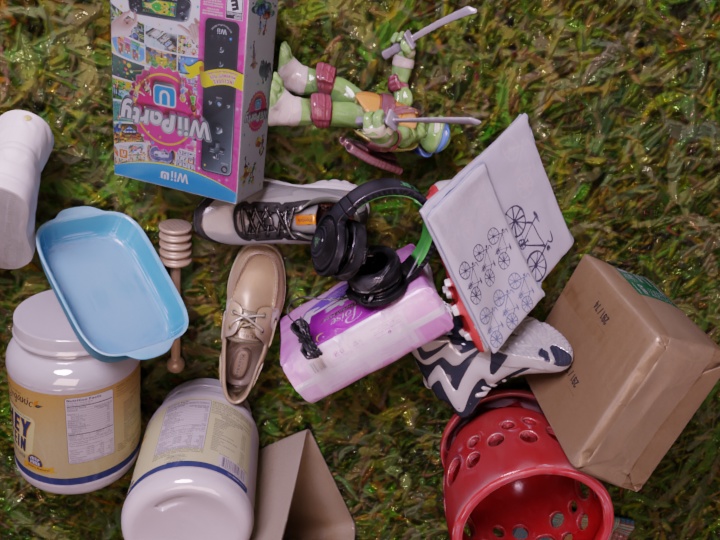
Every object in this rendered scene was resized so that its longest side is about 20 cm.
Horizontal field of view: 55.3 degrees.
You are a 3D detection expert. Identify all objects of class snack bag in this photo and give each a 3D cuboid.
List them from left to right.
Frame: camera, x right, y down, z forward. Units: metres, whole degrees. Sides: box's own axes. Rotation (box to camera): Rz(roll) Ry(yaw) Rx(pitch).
[{"bbox_3d":[0.165,-0.043,0.761,0.200,0.021,0.190,-43,117,-28],"label":"snack bag"}]

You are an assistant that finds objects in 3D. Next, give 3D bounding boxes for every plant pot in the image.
[{"bbox_3d":[-0.128,0.364,0.900,0.175,0.201,0.202,-15,117,14],"label":"plant pot"},{"bbox_3d":[0.196,0.270,0.886,0.197,0.183,0.203,-3,116,-6],"label":"plant pot"}]

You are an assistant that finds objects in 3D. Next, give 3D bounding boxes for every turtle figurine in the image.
[{"bbox_3d":[0.011,-0.190,0.679,0.191,0.200,0.146,9,80,-6],"label":"turtle figurine"}]

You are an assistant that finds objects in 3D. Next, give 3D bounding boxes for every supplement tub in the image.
[{"bbox_3d":[-0.327,0.135,0.792,0.142,0.145,0.203,5,114,-8],"label":"supplement tub"},{"bbox_3d":[-0.195,0.237,0.821,0.143,0.201,0.147,-2,115,-5],"label":"supplement tub"}]

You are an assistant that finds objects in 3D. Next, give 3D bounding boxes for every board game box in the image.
[{"bbox_3d":[-0.166,-0.183,0.680,0.146,0.064,0.203,14,115,14],"label":"board game box"}]

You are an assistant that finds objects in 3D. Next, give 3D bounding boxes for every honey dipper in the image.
[{"bbox_3d":[-0.219,0.038,0.819,0.037,0.038,0.203,3,117,-7],"label":"honey dipper"}]

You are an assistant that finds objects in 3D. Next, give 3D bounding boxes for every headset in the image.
[{"bbox_3d":[0.000,0.000,0.711,0.200,0.094,0.123,-45,127,11],"label":"headset"}]

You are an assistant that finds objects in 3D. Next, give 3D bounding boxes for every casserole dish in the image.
[{"bbox_3d":[-0.267,0.018,0.734,0.120,0.201,0.039,-16,154,-44],"label":"casserole dish"}]

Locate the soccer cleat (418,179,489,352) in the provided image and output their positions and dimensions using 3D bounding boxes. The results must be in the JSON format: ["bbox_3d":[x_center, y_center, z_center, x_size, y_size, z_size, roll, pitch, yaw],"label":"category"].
[{"bbox_3d":[0.129,-0.009,0.785,0.084,0.069,0.203,-17,87,1],"label":"soccer cleat"}]

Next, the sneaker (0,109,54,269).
[{"bbox_3d":[-0.365,-0.085,0.726,0.073,0.117,0.200,19,148,-26],"label":"sneaker"}]

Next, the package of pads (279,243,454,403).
[{"bbox_3d":[0.003,0.061,0.804,0.198,0.121,0.076,-29,116,7],"label":"package of pads"}]

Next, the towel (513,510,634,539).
[{"bbox_3d":[0.310,0.430,1.063,0.197,0.022,0.148,11,114,-11],"label":"towel"}]

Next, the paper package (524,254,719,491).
[{"bbox_3d":[0.300,0.112,0.813,0.102,0.201,0.192,20,112,-15],"label":"paper package"}]

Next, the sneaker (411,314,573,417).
[{"bbox_3d":[0.161,0.127,0.859,0.196,0.080,0.131,1,126,14],"label":"sneaker"}]

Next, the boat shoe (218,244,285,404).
[{"bbox_3d":[-0.132,0.064,0.821,0.071,0.065,0.202,12,111,-11],"label":"boat shoe"}]

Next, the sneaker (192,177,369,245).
[{"bbox_3d":[-0.086,-0.063,0.757,0.197,0.079,0.075,-5,108,-4],"label":"sneaker"}]
